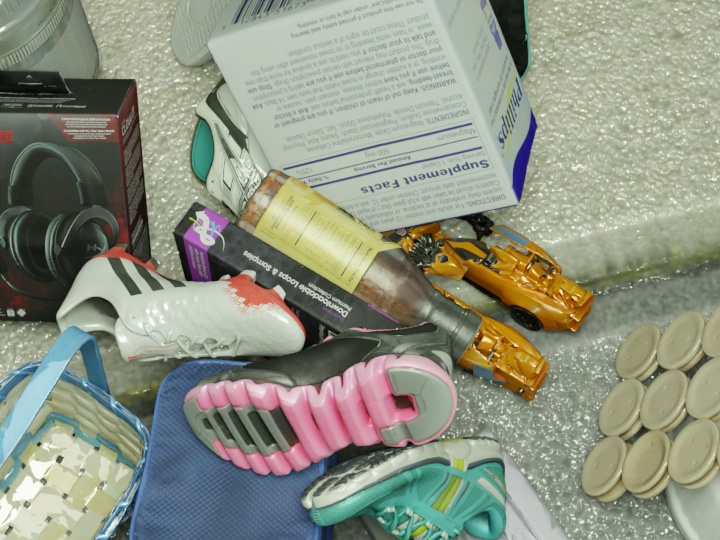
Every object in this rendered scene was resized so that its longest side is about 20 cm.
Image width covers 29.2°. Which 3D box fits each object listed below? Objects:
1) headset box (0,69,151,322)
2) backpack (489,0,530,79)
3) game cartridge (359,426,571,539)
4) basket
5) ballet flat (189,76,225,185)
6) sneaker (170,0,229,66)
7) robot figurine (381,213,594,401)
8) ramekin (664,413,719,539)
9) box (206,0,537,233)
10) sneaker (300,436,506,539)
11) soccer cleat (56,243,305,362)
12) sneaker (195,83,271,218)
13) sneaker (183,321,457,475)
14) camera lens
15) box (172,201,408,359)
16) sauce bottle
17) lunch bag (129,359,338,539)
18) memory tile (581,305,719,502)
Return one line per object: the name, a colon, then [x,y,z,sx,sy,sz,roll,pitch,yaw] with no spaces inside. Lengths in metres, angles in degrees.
headset box: [-0.247,-0.064,1.082,0.146,0.202,0.078,2,30,2]
backpack: [0.051,-0.240,1.150,0.173,0.201,0.155,-14,61,-3]
game cartridge: [0.101,0.233,1.027,0.129,0.038,0.201,-33,69,-8]
basket: [-0.230,0.144,0.985,0.138,0.201,0.177,28,70,14]
ballet flat: [-0.085,-0.164,1.183,0.070,0.071,0.202,29,105,15]
sneaker: [-0.077,-0.251,1.233,0.201,0.118,0.074,-48,59,20]
robot figurine: [0.081,0.009,1.114,0.199,0.058,0.146,31,68,15]
ramekin: [0.329,0.138,1.026,0.199,0.095,0.205,-1,65,2]
box: [0.015,-0.140,1.056,0.182,0.201,0.106,-10,36,25]
sneaker: [0.042,0.160,0.958,0.077,0.199,0.081,-21,74,40]
soccer cleat: [-0.132,0.038,1.001,0.198,0.069,0.085,15,48,26]
sneaker: [-0.081,-0.060,1.138,0.087,0.075,0.203,-13,87,23]
sneaker: [-0.023,0.078,0.940,0.197,0.080,0.096,-8,31,19]
camera lens: [-0.311,-0.208,1.150,0.157,0.201,0.162,-1,65,1]
box: [-0.049,0.040,1.058,0.198,0.143,0.036,29,67,15]
sauce bottle: [0.000,0.000,1.049,0.199,0.066,0.066,34,70,-1]
lunch bag: [-0.087,0.181,1.000,0.134,0.133,0.202,5,53,4]
memory tile: [0.242,0.093,1.008,0.017,0.199,0.155,31,63,-20]
